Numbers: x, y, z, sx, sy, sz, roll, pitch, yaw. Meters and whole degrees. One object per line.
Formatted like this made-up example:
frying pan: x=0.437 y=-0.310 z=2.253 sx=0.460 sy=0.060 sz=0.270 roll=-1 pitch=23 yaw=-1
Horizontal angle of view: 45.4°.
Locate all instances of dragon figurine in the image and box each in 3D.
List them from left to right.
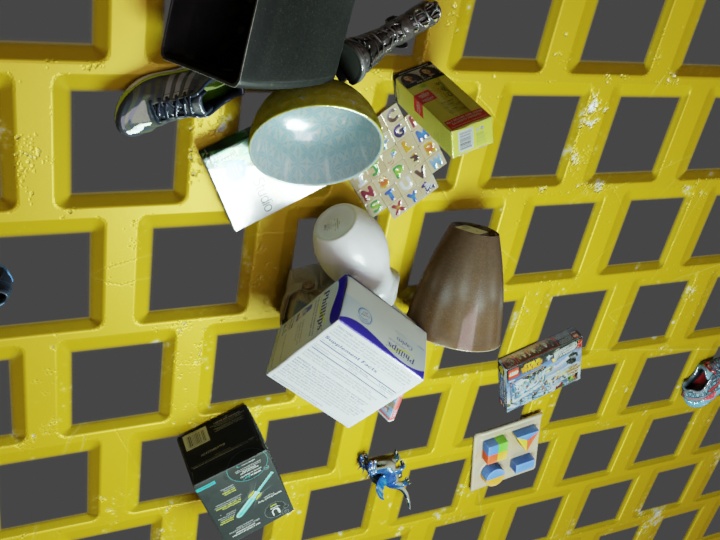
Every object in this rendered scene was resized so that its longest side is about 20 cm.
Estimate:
dragon figurine: x=0.053 y=0.459 z=1.886 sx=0.098 sy=0.059 sz=0.202 roll=-24 pitch=130 yaw=-12

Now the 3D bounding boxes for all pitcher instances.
pitcher: x=0.000 y=0.000 z=1.456 sx=0.120 sy=0.173 sz=0.201 roll=-20 pitch=135 yaw=13

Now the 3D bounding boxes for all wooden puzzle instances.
wooden puzzle: x=0.351 y=0.440 z=2.044 sx=0.183 sy=0.046 sz=0.203 roll=-14 pitch=128 yaw=-20

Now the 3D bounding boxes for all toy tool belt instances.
toy tool belt: x=-0.076 y=0.097 z=1.513 sx=0.123 sy=0.123 sz=0.202 roll=-14 pitch=129 yaw=-19

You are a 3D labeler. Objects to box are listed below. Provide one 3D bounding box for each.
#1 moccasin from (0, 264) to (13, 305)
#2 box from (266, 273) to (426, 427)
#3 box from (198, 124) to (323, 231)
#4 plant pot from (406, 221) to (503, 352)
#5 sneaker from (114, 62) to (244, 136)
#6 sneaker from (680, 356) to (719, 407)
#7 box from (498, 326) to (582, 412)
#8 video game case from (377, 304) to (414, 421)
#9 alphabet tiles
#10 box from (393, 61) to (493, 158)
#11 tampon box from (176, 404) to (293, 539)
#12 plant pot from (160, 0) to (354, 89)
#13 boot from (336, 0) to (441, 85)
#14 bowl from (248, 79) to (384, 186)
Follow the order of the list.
moccasin: x=-0.599 y=0.049 z=1.228 sx=0.198 sy=0.068 sz=0.081 roll=-27 pitch=131 yaw=-9
box: x=-0.021 y=0.136 z=1.407 sx=0.183 sy=0.106 sz=0.199 roll=36 pitch=130 yaw=-22
box: x=-0.137 y=-0.165 z=1.351 sx=0.198 sy=0.036 sz=0.146 roll=-29 pitch=131 yaw=-10
plant pot: x=0.189 y=0.020 z=1.586 sx=0.184 sy=0.187 sz=0.203 roll=1 pitch=108 yaw=-29
sneaker: x=-0.250 y=-0.242 z=1.203 sx=0.198 sy=0.081 sz=0.074 roll=-29 pitch=131 yaw=-7
sneaker: x=0.911 y=0.268 z=2.208 sx=0.200 sy=0.079 sz=0.096 roll=-42 pitch=130 yaw=4
box: x=0.401 y=0.221 z=1.920 sx=0.197 sy=0.040 sz=0.138 roll=-21 pitch=131 yaw=-14
video game case: x=0.043 y=0.160 z=1.611 sx=0.017 sy=0.143 sz=0.202 roll=-9 pitch=128 yaw=-42
alphabet tiles: x=0.059 y=-0.183 z=1.466 sx=0.165 sy=0.006 sz=0.201 roll=-35 pitch=132 yaw=-2
box: x=0.124 y=-0.250 z=1.323 sx=0.074 sy=0.201 sz=0.051 roll=-21 pitch=133 yaw=-12
tampon box: x=-0.235 y=0.388 z=1.632 sx=0.148 sy=0.127 sz=0.202 roll=-24 pitch=132 yaw=-10
plant pot: x=-0.119 y=-0.341 z=1.121 sx=0.176 sy=0.199 sz=0.203 roll=3 pitch=109 yaw=-43
boot: x=0.039 y=-0.338 z=1.233 sx=0.172 sy=0.200 sz=0.070 roll=-30 pitch=105 yaw=-2
bowl: x=-0.068 y=-0.220 z=1.248 sx=0.196 sy=0.109 sz=0.201 roll=-5 pitch=154 yaw=-3
